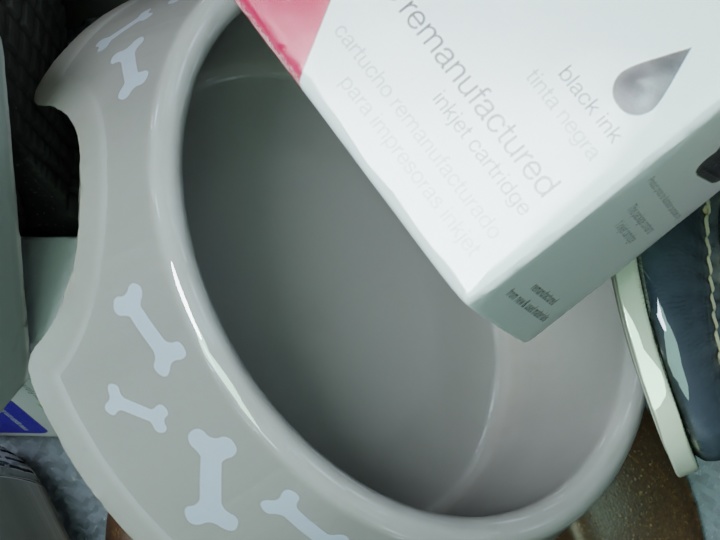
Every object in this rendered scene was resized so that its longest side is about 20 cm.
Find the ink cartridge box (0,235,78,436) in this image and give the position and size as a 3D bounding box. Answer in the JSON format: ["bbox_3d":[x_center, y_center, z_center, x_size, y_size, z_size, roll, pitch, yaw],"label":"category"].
[{"bbox_3d":[-0.162,0.022,0.840,0.199,0.099,0.039,0,70,14],"label":"ink cartridge box"}]

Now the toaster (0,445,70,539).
[{"bbox_3d":[-0.138,0.126,0.826,0.113,0.200,0.130,-28,77,15],"label":"toaster"}]

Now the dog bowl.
[{"bbox_3d":[0.000,0.000,0.749,0.059,0.200,0.201,-28,94,45],"label":"dog bowl"}]

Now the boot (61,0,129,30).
[{"bbox_3d":[-0.124,-0.134,0.768,0.210,0.158,0.080,-26,52,17],"label":"boot"}]

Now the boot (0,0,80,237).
[{"bbox_3d":[-0.146,-0.042,0.787,0.131,0.200,0.070,-3,60,10],"label":"boot"}]

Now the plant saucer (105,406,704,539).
[{"bbox_3d":[0.009,0.103,0.854,0.199,0.037,0.201,3,101,13],"label":"plant saucer"}]

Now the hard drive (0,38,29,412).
[{"bbox_3d":[-0.184,-0.045,0.745,0.199,0.026,0.132,22,138,19],"label":"hard drive"}]

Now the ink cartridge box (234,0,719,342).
[{"bbox_3d":[0.069,-0.103,0.660,0.200,0.083,0.145,-39,75,6],"label":"ink cartridge box"}]

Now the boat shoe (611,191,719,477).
[{"bbox_3d":[0.096,-0.040,0.756,0.062,0.075,0.201,-7,60,5],"label":"boat shoe"}]
